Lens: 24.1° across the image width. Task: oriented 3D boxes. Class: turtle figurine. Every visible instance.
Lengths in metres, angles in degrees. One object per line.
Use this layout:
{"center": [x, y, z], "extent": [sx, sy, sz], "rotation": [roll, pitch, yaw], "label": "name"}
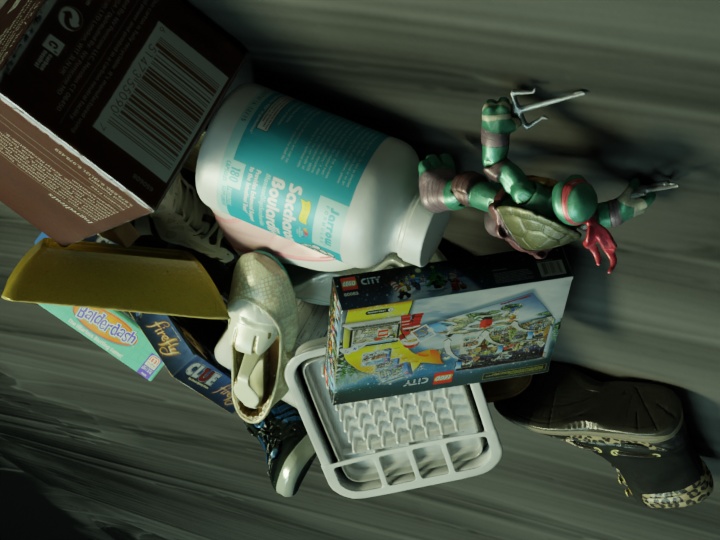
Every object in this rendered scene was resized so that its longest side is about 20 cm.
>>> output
{"center": [0.132, -0.061, 1.251], "extent": [0.149, 0.101, 0.200], "rotation": [38, 161, -23], "label": "turtle figurine"}

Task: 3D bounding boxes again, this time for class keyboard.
{"center": [-0.145, 0.032, 1.740], "extent": [0.039, 0.104, 0.200], "rotation": [10, 153, 42], "label": "keyboard"}

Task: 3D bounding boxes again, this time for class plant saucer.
{"center": [-0.223, 0.003, 1.544], "extent": [0.198, 0.049, 0.200], "rotation": [6, -176, -11], "label": "plant saucer"}

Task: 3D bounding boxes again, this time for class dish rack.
{"center": [0.032, 0.121, 1.563], "extent": [0.170, 0.044, 0.201], "rotation": [-12, 130, 10], "label": "dish rack"}

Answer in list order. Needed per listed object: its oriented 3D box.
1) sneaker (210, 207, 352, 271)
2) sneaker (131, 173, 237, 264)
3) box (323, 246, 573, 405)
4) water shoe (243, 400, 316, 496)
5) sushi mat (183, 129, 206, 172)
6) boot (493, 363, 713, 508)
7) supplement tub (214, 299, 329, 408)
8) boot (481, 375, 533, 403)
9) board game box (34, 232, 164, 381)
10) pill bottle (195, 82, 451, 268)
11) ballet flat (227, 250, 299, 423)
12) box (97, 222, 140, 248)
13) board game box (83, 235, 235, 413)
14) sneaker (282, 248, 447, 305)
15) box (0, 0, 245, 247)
{"center": [-0.055, -0.060, 1.469], "extent": [0.199, 0.076, 0.105], "rotation": [0, 138, 37], "label": "sneaker"}
{"center": [-0.156, -0.065, 1.576], "extent": [0.115, 0.076, 0.201], "rotation": [18, 167, 1], "label": "sneaker"}
{"center": [0.071, 0.047, 1.427], "extent": [0.198, 0.038, 0.137], "rotation": [-8, 143, -12], "label": "box"}
{"center": [-0.085, 0.167, 1.690], "extent": [0.079, 0.072, 0.200], "rotation": [28, -171, -5], "label": "water shoe"}
{"center": [-0.092, -0.081, 1.559], "extent": [0.199, 0.012, 0.096], "rotation": [27, 156, 3], "label": "sushi mat"}
{"center": [0.237, 0.161, 1.620], "extent": [0.199, 0.074, 0.151], "rotation": [3, 147, 36], "label": "boot"}
{"center": [-0.033, 0.080, 1.676], "extent": [0.199, 0.132, 0.132], "rotation": [30, 157, -5], "label": "supplement tub"}
{"center": [0.071, 0.077, 1.583], "extent": [0.198, 0.074, 0.076], "rotation": [11, 159, -5], "label": "boot"}
{"center": [-0.281, 0.027, 1.828], "extent": [0.152, 0.045, 0.200], "rotation": [37, -171, -21], "label": "board game box"}
{"center": [-0.027, -0.071, 1.379], "extent": [0.199, 0.111, 0.111], "rotation": [22, 156, 14], "label": "pill bottle"}
{"center": [-0.092, 0.068, 1.541], "extent": [0.067, 0.063, 0.201], "rotation": [17, 140, 16], "label": "ballet flat"}
{"center": [-0.293, -0.108, 1.592], "extent": [0.200, 0.021, 0.163], "rotation": [52, 168, -18], "label": "box"}
{"center": [-0.200, 0.050, 1.765], "extent": [0.200, 0.035, 0.135], "rotation": [52, -175, 31], "label": "board game box"}
{"center": [0.000, 0.000, 1.551], "extent": [0.199, 0.071, 0.080], "rotation": [3, 165, 29], "label": "sneaker"}
{"center": [-0.233, -0.142, 1.392], "extent": [0.164, 0.167, 0.200], "rotation": [37, 155, -22], "label": "box"}
